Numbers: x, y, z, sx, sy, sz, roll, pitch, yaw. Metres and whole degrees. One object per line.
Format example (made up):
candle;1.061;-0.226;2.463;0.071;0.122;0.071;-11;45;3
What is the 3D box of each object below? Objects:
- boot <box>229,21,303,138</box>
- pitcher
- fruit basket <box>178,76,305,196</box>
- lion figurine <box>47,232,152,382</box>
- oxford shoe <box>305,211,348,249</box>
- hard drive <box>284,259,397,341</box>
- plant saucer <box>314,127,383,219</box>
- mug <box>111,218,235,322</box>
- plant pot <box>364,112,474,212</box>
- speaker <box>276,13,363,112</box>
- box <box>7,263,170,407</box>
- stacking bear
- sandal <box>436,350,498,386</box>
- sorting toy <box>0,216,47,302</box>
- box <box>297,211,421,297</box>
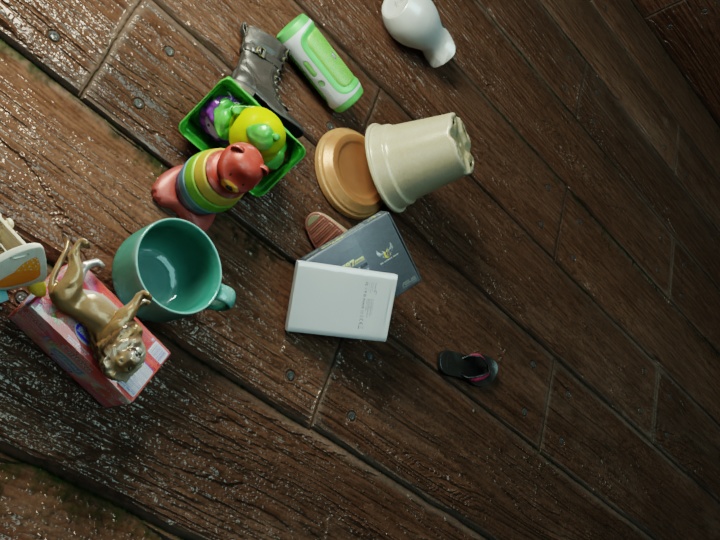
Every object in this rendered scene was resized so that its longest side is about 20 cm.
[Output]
boot;-0.170;-0.372;1.504;0.200;0.069;0.175;35;56;-30
pitcher;0.133;-0.606;1.853;0.200;0.121;0.172;26;39;-48
fruit basket;-0.197;-0.229;1.342;0.216;0.155;0.216;44;18;-19
lion figurine;-0.366;0.053;1.060;0.200;0.072;0.123;41;65;-10
oxford shoe;-0.035;-0.048;1.556;0.200;0.071;0.074;47;21;-20
hard drive;-0.035;0.059;1.455;0.199;0.025;0.133;8;96;-20
plant saucer;-0.011;-0.210;1.634;0.199;0.037;0.202;15;69;-41
mug;-0.306;0.018;1.222;0.152;0.114;0.186;-42;108;-43
plant pot;0.135;-0.246;1.643;0.200;0.183;0.202;44;38;-48
speaker;-0.082;-0.427;1.596;0.200;0.088;0.089;48;50;-23
box;-0.394;0.096;1.126;0.200;0.094;0.103;50;49;-21
stacking bear;-0.235;-0.152;1.279;0.121;0.199;0.114;45;52;-25
sandal;0.256;0.222;1.757;0.199;0.045;0.076;15;68;-41
sorting toy;-0.526;-0.002;1.000;0.179;0.200;0.107;-25;131;-32
box;0.000;0.000;1.499;0.199;0.051;0.158;-30;105;-13
